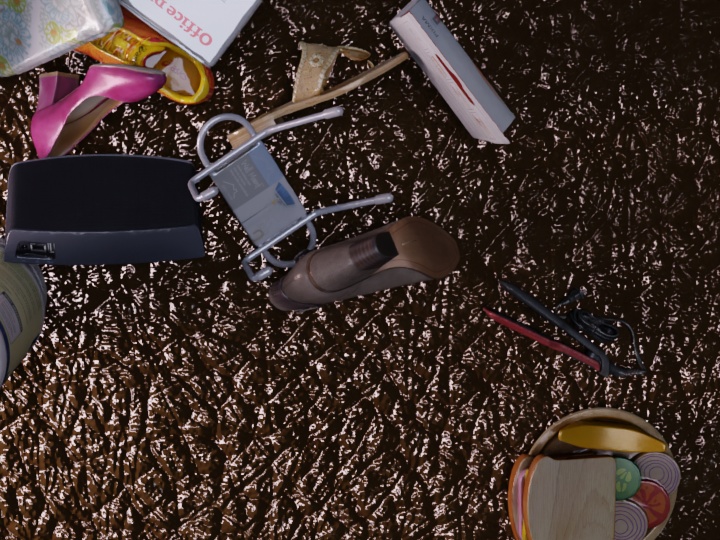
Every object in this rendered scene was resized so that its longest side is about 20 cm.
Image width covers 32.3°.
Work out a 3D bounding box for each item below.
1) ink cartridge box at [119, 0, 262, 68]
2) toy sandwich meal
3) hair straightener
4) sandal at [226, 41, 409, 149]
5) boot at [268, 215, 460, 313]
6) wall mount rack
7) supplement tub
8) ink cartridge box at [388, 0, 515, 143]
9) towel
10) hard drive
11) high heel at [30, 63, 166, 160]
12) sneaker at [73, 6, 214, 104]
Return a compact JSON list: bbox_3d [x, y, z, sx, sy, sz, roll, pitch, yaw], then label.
[{"bbox_3d":[-0.150,-0.326,1.254,0.144,0.085,0.200,36,96,-11],"label":"ink cartridge box"},{"bbox_3d":[0.267,0.249,1.399,0.205,0.070,0.206,-1,97,-6],"label":"toy sandwich meal"},{"bbox_3d":[0.239,0.059,1.389,0.200,0.041,0.077,28,94,-8],"label":"hair straightener"},{"bbox_3d":[-0.057,-0.205,1.311,0.211,0.078,0.070,-28,101,4],"label":"sandal"},{"bbox_3d":[0.000,0.000,1.332,0.146,0.200,0.070,-26,73,31],"label":"boot"},{"bbox_3d":[-0.075,-0.085,1.293,0.174,0.075,0.200,-34,122,-3],"label":"wall mount rack"},{"bbox_3d":[-0.398,0.051,1.233,0.145,0.200,0.145,1,108,2],"label":"supplement tub"},{"bbox_3d":[0.100,-0.207,1.263,0.050,0.200,0.162,-39,99,-1],"label":"ink cartridge box"},{"bbox_3d":[-0.325,-0.297,1.235,0.200,0.048,0.171,-13,100,40],"label":"towel"},{"bbox_3d":[-0.263,-0.066,1.278,0.200,0.135,0.042,-1,137,-11],"label":"hard drive"},{"bbox_3d":[-0.266,-0.156,1.252,0.200,0.067,0.096,2,91,37],"label":"high heel"},{"bbox_3d":[-0.240,-0.238,1.289,0.200,0.077,0.073,25,95,-6],"label":"sneaker"}]
